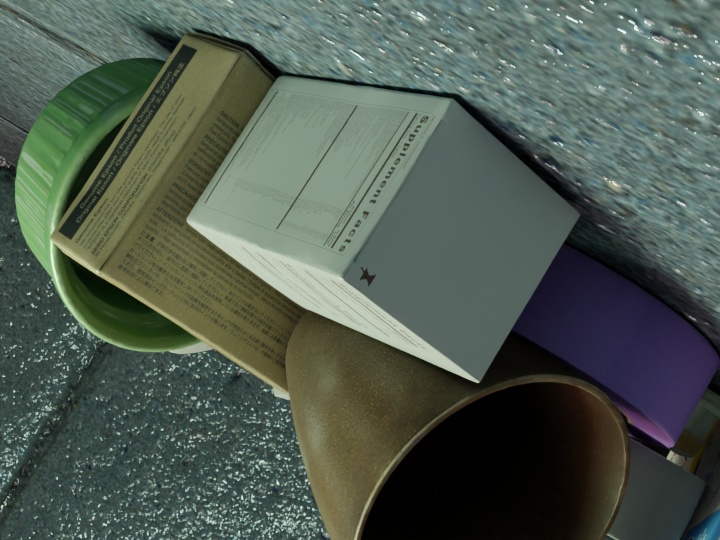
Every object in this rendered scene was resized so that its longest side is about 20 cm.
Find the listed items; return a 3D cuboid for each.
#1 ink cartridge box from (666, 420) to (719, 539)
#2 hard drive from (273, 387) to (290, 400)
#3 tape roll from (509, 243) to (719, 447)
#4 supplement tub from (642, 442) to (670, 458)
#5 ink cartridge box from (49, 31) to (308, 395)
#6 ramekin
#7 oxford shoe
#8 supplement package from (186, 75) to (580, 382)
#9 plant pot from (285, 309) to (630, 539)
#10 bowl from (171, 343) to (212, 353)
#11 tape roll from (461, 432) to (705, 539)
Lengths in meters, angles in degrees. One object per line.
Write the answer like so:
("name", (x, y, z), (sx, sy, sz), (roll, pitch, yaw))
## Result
("ink cartridge box", (0.304, 0.209, 1.039), (0.144, 0.148, 0.200), (31, 173, 0))
("hard drive", (-0.007, 0.083, 1.418), (0.027, 0.133, 0.199), (-10, 159, 40))
("tape roll", (0.137, 0.040, 0.921), (0.199, 0.066, 0.200), (31, 174, 4))
("supplement tub", (0.204, 0.153, 1.249), (0.107, 0.107, 0.200), (35, 172, -32))
("ink cartridge box", (-0.078, -0.033, 0.912), (0.075, 0.165, 0.200), (27, 171, 46))
("ramekin", (-0.146, -0.053, 0.972), (0.098, 0.201, 0.200), (34, 177, 46))
("oxford shoe", (0.212, 0.103, 1.065), (0.075, 0.058, 0.200), (29, 176, -15))
("supplement package", (0.006, -0.030, 0.781), (0.109, 0.114, 0.200), (37, 172, -31))
("plant pot", (0.035, 0.096, 0.859), (0.187, 0.187, 0.200), (37, -174, -39))
("bowl", (-0.158, -0.029, 1.305), (0.200, 0.074, 0.200), (58, -156, 8))
("tape roll", (0.148, 0.134, 0.998), (0.199, 0.066, 0.200), (28, 177, 1))
